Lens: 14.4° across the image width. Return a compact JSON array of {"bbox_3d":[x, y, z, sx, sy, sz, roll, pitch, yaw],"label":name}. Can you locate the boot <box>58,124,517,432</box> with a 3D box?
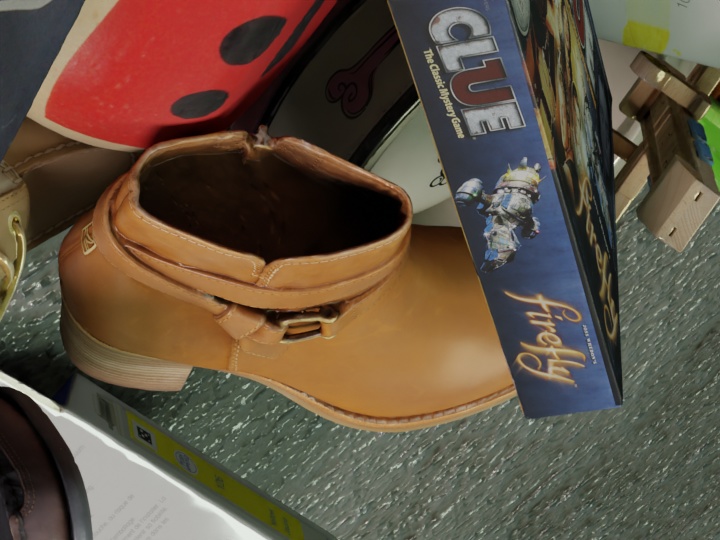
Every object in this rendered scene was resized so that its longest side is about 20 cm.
[{"bbox_3d":[0.000,0.000,0.952,0.198,0.074,0.155,-4,162,-15],"label":"boot"}]

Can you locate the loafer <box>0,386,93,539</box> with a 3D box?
[{"bbox_3d":[-0.148,0.067,0.932,0.063,0.200,0.072,-7,106,-27],"label":"loafer"}]

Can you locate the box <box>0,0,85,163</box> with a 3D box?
[{"bbox_3d":[-0.175,-0.073,0.686,0.196,0.117,0.201,11,110,-60],"label":"box"}]

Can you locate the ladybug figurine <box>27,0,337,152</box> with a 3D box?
[{"bbox_3d":[-0.043,-0.100,0.880,0.136,0.072,0.200,-46,177,-35],"label":"ladybug figurine"}]

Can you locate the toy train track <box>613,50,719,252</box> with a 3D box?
[{"bbox_3d":[0.102,-0.049,1.014,0.115,0.032,0.200,-55,-173,14],"label":"toy train track"}]

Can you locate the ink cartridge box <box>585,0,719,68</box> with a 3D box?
[{"bbox_3d":[0.124,-0.147,0.952,0.146,0.198,0.084,107,-5,-49],"label":"ink cartridge box"}]

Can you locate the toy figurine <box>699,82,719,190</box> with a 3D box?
[{"bbox_3d":[0.215,-0.116,1.246,0.184,0.150,0.200,-51,177,-1],"label":"toy figurine"}]

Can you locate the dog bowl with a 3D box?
[{"bbox_3d":[0.036,-0.063,1.107,0.200,0.074,0.201,-34,155,-18],"label":"dog bowl"}]

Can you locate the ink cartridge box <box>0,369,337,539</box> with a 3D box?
[{"bbox_3d":[-0.141,0.138,1.149,0.200,0.047,0.198,36,108,-27],"label":"ink cartridge box"}]

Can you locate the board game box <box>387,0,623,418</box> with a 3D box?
[{"bbox_3d":[0.047,-0.068,0.884,0.034,0.136,0.201,-7,141,11],"label":"board game box"}]

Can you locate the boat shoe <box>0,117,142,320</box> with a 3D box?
[{"bbox_3d":[-0.147,-0.003,0.942,0.199,0.069,0.074,-24,150,-34],"label":"boat shoe"}]
